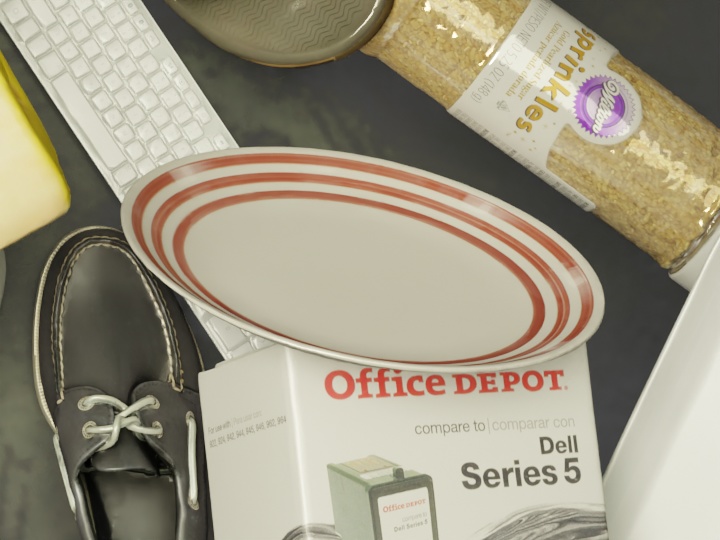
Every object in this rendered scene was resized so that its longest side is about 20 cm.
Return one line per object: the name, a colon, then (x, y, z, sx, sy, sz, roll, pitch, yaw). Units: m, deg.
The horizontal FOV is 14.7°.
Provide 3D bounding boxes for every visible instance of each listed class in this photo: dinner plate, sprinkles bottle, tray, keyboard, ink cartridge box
dinner plate: (0.000, 0.000, 1.130, 0.200, 0.200, 0.024, 6, 113, -11)
sprinkles bottle: (0.096, -0.067, 1.212, 0.200, 0.068, 0.068, 35, 74, -4)
tray: (0.162, 0.089, 1.184, 0.107, 0.022, 0.200, 26, 98, 9)
keyboard: (-0.081, -0.045, 1.197, 0.056, 0.011, 0.200, -33, 88, -16)
ink cartridge box: (0.023, 0.128, 1.136, 0.145, 0.084, 0.201, -2, 80, -29)

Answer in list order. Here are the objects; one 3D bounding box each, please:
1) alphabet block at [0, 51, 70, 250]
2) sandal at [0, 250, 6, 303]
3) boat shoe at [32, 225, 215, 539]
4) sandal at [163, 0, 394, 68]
alphabet block: (-0.242, -0.070, 1.037, 0.200, 0.195, 0.197, -29, 104, -3)
sandal: (-0.212, 0.061, 1.122, 0.050, 0.082, 0.203, 23, 73, 22)
boat shoe: (-0.090, 0.075, 1.146, 0.072, 0.063, 0.201, -7, 81, -14)
sandal: (-0.076, -0.157, 1.175, 0.200, 0.055, 0.082, 42, 104, 4)
